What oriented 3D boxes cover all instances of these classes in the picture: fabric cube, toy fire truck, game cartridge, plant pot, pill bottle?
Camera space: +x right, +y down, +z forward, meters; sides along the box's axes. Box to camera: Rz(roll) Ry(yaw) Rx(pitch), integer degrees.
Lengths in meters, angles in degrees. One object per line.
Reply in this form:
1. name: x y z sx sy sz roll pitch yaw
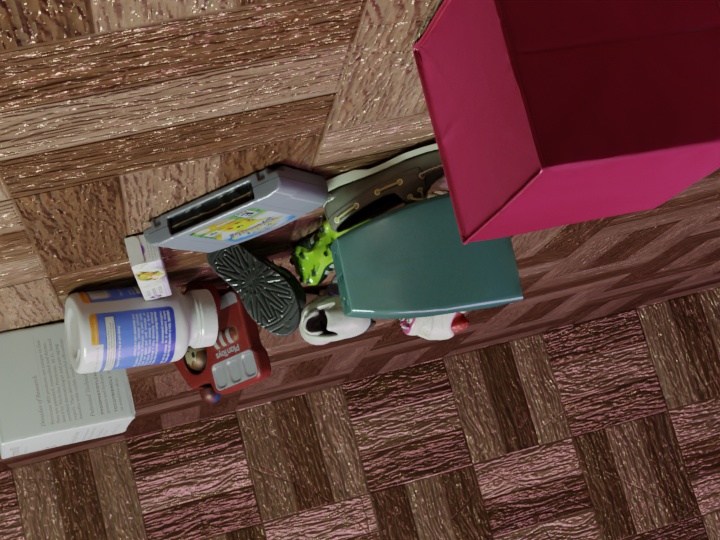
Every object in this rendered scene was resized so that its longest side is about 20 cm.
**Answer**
1. fabric cube: 0.181 -0.156 0.993 0.197 0.202 0.196 -10 168 -15
2. toy fire truck: -0.225 0.110 1.784 0.199 0.170 0.112 -25 165 40
3. game cartridge: -0.142 -0.068 1.389 0.199 0.041 0.133 -21 171 26
4. plant pot: 0.071 -0.009 1.399 0.198 0.143 0.141 -12 176 -7
5. pill bottle: -0.306 0.078 1.638 0.198 0.113 0.112 -5 165 -26

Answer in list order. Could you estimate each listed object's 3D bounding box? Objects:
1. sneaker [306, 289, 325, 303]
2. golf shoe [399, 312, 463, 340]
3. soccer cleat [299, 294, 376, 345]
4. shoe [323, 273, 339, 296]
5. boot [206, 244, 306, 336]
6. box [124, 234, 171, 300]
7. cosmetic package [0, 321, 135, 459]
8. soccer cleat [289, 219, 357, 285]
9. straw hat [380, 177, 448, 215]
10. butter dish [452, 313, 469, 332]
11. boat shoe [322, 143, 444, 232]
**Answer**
1. sneaker: -0.059 0.056 2.044 0.080 0.074 0.199 -37 165 25
2. golf shoe: 0.131 0.012 1.769 0.091 0.202 0.075 20 -172 -16
3. soccer cleat: -0.057 0.068 1.638 0.086 0.071 0.200 -10 175 -29
4. shoe: 0.000 0.000 1.671 0.071 0.092 0.200 28 165 -8
5. boot: -0.118 0.034 1.608 0.066 0.165 0.200 -42 164 1
6. box: -0.273 -0.003 1.508 0.038 0.042 0.200 -13 169 -8
7. cosmetic package: -0.466 0.178 1.793 0.198 0.168 0.167 -10 168 -19
8. soccer cleat: -0.040 -0.031 1.637 0.081 0.068 0.200 -24 173 -26
9. straw hat: 0.094 -0.066 1.533 0.199 0.203 0.085 -12 -153 -15
10. butter dish: 0.136 0.030 1.912 0.199 0.149 0.199 -15 170 -37
11. boat shoe: 0.048 -0.103 1.408 0.200 0.061 0.072 -19 168 14
